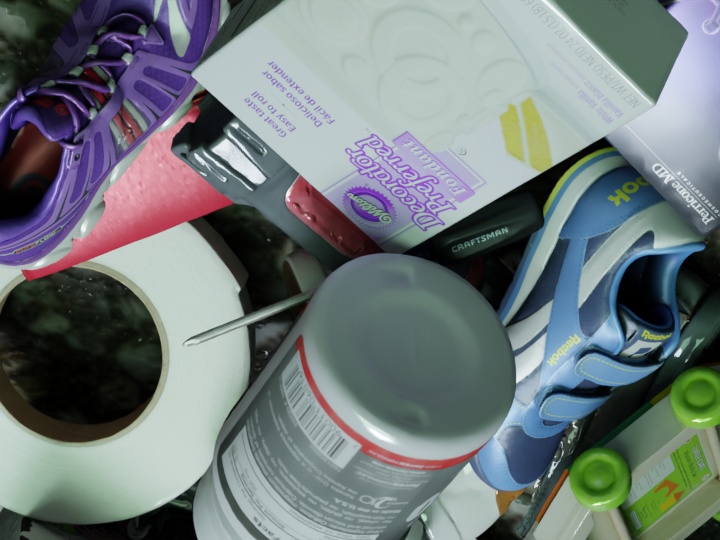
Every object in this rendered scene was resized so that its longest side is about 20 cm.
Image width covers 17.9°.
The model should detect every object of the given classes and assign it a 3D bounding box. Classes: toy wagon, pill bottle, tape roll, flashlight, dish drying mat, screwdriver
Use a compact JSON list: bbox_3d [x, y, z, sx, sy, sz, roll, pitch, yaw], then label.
[{"bbox_3d":[0.185,0.102,1.258,0.200,0.040,0.155,-39,150,-5],"label":"toy wagon"},{"bbox_3d":[-0.009,0.089,1.191,0.113,0.114,0.200,27,141,-8],"label":"pill bottle"},{"bbox_3d":[-0.157,0.042,1.286,0.201,0.037,0.204,1,103,4],"label":"tape roll"},{"bbox_3d":[-0.002,-0.028,1.212,0.200,0.068,0.068,41,165,-28],"label":"flashlight"},{"bbox_3d":[-0.102,-0.059,1.224,0.199,0.018,0.077,-21,121,5],"label":"dish drying mat"},{"bbox_3d":[0.000,0.000,1.180,0.199,0.028,0.029,-18,145,-2],"label":"screwdriver"}]

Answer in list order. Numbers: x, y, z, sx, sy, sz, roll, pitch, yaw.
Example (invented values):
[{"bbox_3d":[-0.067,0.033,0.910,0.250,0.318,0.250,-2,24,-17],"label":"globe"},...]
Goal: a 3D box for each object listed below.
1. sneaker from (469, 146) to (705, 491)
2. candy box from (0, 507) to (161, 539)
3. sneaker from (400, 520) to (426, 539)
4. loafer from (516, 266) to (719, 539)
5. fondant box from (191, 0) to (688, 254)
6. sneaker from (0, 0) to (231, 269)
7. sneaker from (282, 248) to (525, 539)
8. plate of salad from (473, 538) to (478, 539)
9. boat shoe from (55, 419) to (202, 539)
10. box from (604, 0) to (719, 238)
[{"bbox_3d":[0.116,0.039,1.209,0.082,0.074,0.201,35,117,32],"label":"sneaker"},{"bbox_3d":[-0.153,0.191,1.341,0.136,0.200,0.061,31,94,-11],"label":"candy box"},{"bbox_3d":[0.010,0.224,1.331,0.121,0.084,0.200,37,134,-7],"label":"sneaker"},{"bbox_3d":[0.136,0.075,1.284,0.063,0.072,0.201,37,120,10],"label":"loafer"},{"bbox_3d":[0.034,-0.103,1.090,0.144,0.058,0.200,42,140,-16],"label":"fondant box"},{"bbox_3d":[-0.135,-0.087,1.163,0.080,0.083,0.201,30,89,8],"label":"sneaker"},{"bbox_3d":[0.028,0.060,1.302,0.084,0.073,0.201,-33,109,-8],"label":"sneaker"},{"bbox_3d":[0.007,0.218,1.414,0.199,0.048,0.201,5,118,9],"label":"plate of salad"},{"bbox_3d":[-0.121,0.131,1.352,0.199,0.073,0.063,13,89,6],"label":"boat shoe"},{"bbox_3d":[0.158,-0.134,1.114,0.200,0.079,0.141,42,125,-18],"label":"box"}]
